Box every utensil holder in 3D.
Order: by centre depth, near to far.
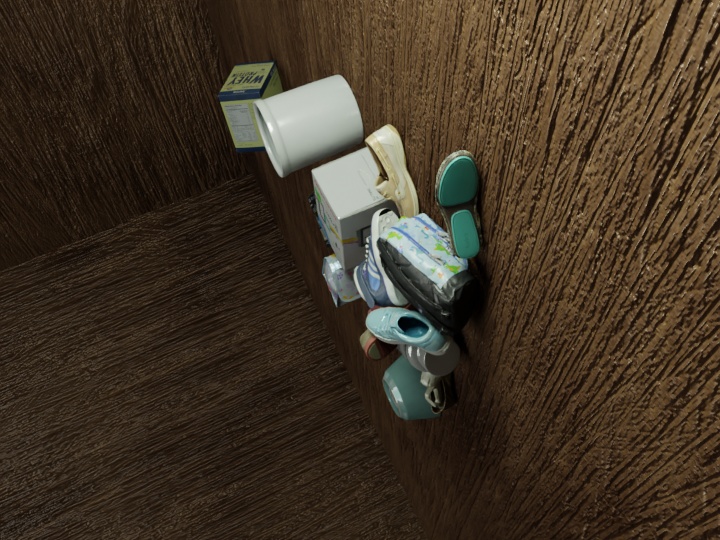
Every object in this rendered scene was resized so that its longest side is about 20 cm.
[{"bbox_3d":[-0.113,-0.320,1.495,0.171,0.198,0.170,61,168,24],"label":"utensil holder"}]

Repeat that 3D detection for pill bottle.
[{"bbox_3d":[0.135,0.148,1.455,0.200,0.110,0.112,-138,27,-66],"label":"pill bottle"}]

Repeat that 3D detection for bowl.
[{"bbox_3d":[0.129,0.326,1.863,0.201,0.104,0.203,158,90,-78],"label":"bowl"}]

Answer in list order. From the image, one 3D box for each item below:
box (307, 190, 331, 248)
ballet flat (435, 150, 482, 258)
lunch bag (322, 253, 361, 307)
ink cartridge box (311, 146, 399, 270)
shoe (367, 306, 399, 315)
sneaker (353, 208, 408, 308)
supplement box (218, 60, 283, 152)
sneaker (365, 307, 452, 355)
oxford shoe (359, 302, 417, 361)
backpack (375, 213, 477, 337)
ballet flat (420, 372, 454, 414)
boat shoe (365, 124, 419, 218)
[{"bbox_3d":[-0.071,-0.157,1.918,0.200,0.085,0.166,172,76,-79],"label":"box"},{"bbox_3d":[0.146,-0.109,1.032,0.076,0.067,0.201,-101,-3,-48],"label":"ballet flat"},{"bbox_3d":[0.000,0.000,1.663,0.200,0.168,0.128,106,141,-72],"label":"lunch bag"},{"bbox_3d":[-0.007,-0.133,1.489,0.201,0.145,0.148,86,158,-58],"label":"ink cartridge box"},{"bbox_3d":[0.082,0.058,1.448,0.199,0.071,0.092,-20,51,59],"label":"shoe"},{"bbox_3d":[0.024,-0.022,1.377,0.146,0.080,0.203,3,112,50],"label":"sneaker"},{"bbox_3d":[-0.325,-0.508,2.117,0.201,0.132,0.201,-78,-18,-45],"label":"supplement box"},{"bbox_3d":[0.078,0.098,1.281,0.198,0.075,0.082,9,156,41],"label":"sneaker"},{"bbox_3d":[0.078,0.095,1.393,0.071,0.199,0.075,57,175,-34],"label":"oxford shoe"},{"bbox_3d":[0.115,-0.004,1.199,0.199,0.154,0.164,30,160,24],"label":"backpack"},{"bbox_3d":[0.173,0.259,1.577,0.067,0.072,0.202,24,141,38],"label":"ballet flat"},{"bbox_3d":[0.057,-0.173,1.299,0.074,0.069,0.202,43,154,63],"label":"boat shoe"}]
